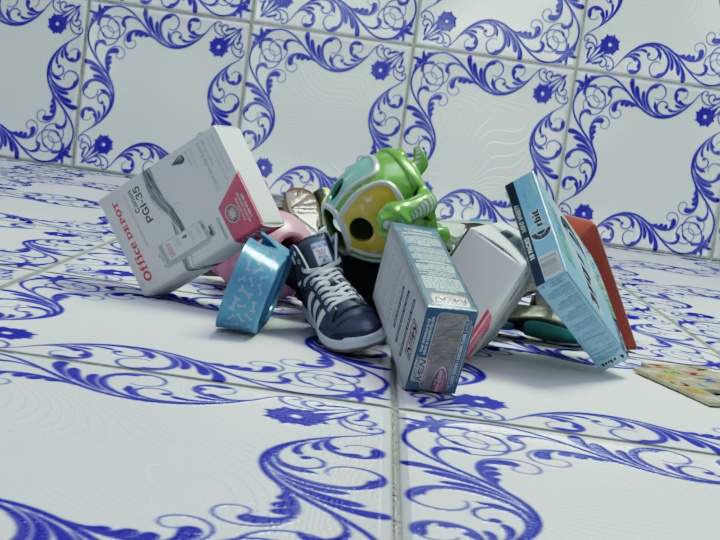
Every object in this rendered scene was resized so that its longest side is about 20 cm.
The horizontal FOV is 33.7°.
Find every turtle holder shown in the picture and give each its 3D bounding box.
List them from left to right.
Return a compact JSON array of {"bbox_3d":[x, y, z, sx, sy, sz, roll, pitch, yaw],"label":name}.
[{"bbox_3d":[0.032,-0.065,1.463,0.130,0.142,0.186,-22,40,-14],"label":"turtle holder"}]

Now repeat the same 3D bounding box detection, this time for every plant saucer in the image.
[{"bbox_3d":[0.307,0.015,1.725,0.036,0.203,0.199,-26,17,-14],"label":"plant saucer"}]

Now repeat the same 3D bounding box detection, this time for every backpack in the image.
[{"bbox_3d":[0.000,0.000,1.616,0.161,0.156,0.200,27,-2,17],"label":"backpack"}]

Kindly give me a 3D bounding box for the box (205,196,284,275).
[{"bbox_3d":[-0.211,-0.066,1.932,0.198,0.125,0.197,3,10,-36],"label":"box"}]

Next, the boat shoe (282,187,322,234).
[{"bbox_3d":[-0.085,-0.033,1.799,0.070,0.065,0.202,7,48,-18],"label":"boat shoe"}]

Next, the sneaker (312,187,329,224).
[{"bbox_3d":[-0.013,-0.070,1.905,0.089,0.201,0.079,-26,47,6],"label":"sneaker"}]

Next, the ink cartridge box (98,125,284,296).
[{"bbox_3d":[-0.220,-0.075,1.549,0.198,0.148,0.083,-29,-6,18],"label":"ink cartridge box"}]

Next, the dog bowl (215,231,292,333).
[{"bbox_3d":[-0.125,0.018,1.442,0.049,0.113,0.200,22,7,2],"label":"dog bowl"}]

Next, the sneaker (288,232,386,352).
[{"bbox_3d":[-0.031,0.021,1.403,0.069,0.110,0.200,-15,19,-17],"label":"sneaker"}]

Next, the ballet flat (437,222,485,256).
[{"bbox_3d":[0.103,-0.020,1.547,0.067,0.069,0.200,-17,25,46],"label":"ballet flat"}]

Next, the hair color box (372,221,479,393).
[{"bbox_3d":[0.067,0.037,1.291,0.059,0.101,0.201,7,26,-13],"label":"hair color box"}]

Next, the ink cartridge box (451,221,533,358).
[{"bbox_3d":[0.150,0.023,1.470,0.084,0.147,0.200,36,13,13],"label":"ink cartridge box"}]

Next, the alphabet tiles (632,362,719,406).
[{"bbox_3d":[0.444,0.143,1.480,0.164,0.008,0.200,5,8,-20],"label":"alphabet tiles"}]

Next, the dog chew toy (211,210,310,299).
[{"bbox_3d":[-0.154,-0.024,1.702,0.123,0.127,0.199,2,0,-38],"label":"dog chew toy"}]

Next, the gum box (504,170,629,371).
[{"bbox_3d":[0.255,0.002,1.461,0.044,0.172,0.200,-27,-46,17],"label":"gum box"}]

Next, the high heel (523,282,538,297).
[{"bbox_3d":[0.191,0.008,1.639,0.197,0.073,0.142,-3,11,20],"label":"high heel"}]

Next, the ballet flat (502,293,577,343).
[{"bbox_3d":[0.222,0.055,1.643,0.196,0.063,0.068,9,-21,3],"label":"ballet flat"}]

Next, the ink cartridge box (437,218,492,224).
[{"bbox_3d":[0.091,-0.020,1.805,0.198,0.087,0.146,-15,-6,33],"label":"ink cartridge box"}]
